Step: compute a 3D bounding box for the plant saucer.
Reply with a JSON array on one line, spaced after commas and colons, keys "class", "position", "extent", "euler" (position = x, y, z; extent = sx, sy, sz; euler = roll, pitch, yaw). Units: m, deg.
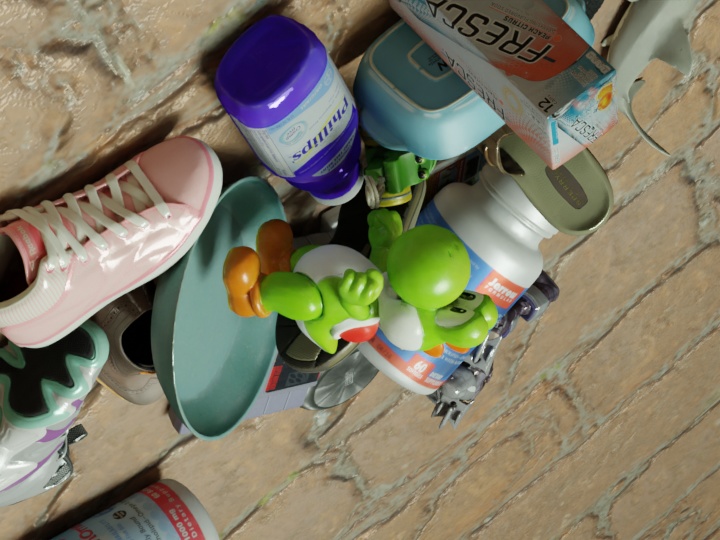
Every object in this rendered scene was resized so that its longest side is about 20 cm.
[{"class": "plant saucer", "position": [-0.109, 0.026, 1.616], "extent": [0.200, 0.036, 0.202], "euler": [10, 90, -70]}]

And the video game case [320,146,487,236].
[{"class": "video game case", "position": [0.047, -0.043, 1.847], "extent": [0.199, 0.017, 0.143], "euler": [-29, 150, -23]}]

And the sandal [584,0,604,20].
[{"class": "sandal", "position": [0.144, -0.195, 1.736], "extent": [0.075, 0.045, 0.200], "euler": [-25, 163, -19]}]

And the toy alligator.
[{"class": "toy alligator", "position": [0.031, -0.081, 1.625], "extent": [0.054, 0.060, 0.200], "euler": [-9, -165, 3]}]

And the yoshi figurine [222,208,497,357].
[{"class": "yoshi figurine", "position": [0.004, -0.001, 1.568], "extent": [0.112, 0.199, 0.113], "euler": [45, 59, -64]}]

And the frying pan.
[{"class": "frying pan", "position": [0.009, 0.080, 1.971], "extent": [0.189, 0.031, 0.115], "euler": [-14, 143, -39]}]

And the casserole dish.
[{"class": "casserole dish", "position": [0.082, -0.165, 1.599], "extent": [0.200, 0.121, 0.039], "euler": [-38, 147, -14]}]

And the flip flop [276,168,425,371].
[{"class": "flip flop", "position": [0.000, 0.000, 1.697], "extent": [0.201, 0.081, 0.058], "euler": [-65, 150, -31]}]

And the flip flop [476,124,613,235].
[{"class": "flip flop", "position": [0.127, -0.102, 1.705], "extent": [0.081, 0.200, 0.058], "euler": [-38, -165, 15]}]

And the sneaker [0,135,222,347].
[{"class": "sneaker", "position": [-0.188, -0.026, 1.495], "extent": [0.200, 0.075, 0.105], "euler": [-40, 158, 4]}]

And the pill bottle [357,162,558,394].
[{"class": "pill bottle", "position": [0.083, -0.002, 1.810], "extent": [0.200, 0.112, 0.112], "euler": [-49, 152, 15]}]

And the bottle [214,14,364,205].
[{"class": "bottle", "position": [-0.043, -0.108, 1.576], "extent": [0.084, 0.065, 0.200], "euler": [-47, 154, -8]}]

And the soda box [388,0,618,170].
[{"class": "soda box", "position": [0.098, -0.166, 1.529], "extent": [0.063, 0.200, 0.069], "euler": [-35, 150, -13]}]

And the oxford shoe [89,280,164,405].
[{"class": "oxford shoe", "position": [-0.173, 0.060, 1.646], "extent": [0.071, 0.073, 0.200], "euler": [-34, 152, -13]}]

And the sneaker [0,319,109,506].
[{"class": "sneaker", "position": [-0.241, 0.112, 1.642], "extent": [0.200, 0.078, 0.140], "euler": [-40, 156, 17]}]

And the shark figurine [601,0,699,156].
[{"class": "shark figurine", "position": [0.254, -0.183, 1.843], "extent": [0.128, 0.090, 0.215], "euler": [-18, 143, -36]}]

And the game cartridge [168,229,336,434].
[{"class": "game cartridge", "position": [-0.079, 0.053, 1.785], "extent": [0.129, 0.039, 0.201], "euler": [-8, 140, -27]}]

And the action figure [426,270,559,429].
[{"class": "action figure", "position": [0.105, 0.063, 1.932], "extent": [0.130, 0.069, 0.200], "euler": [-52, 178, 36]}]

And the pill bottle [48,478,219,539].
[{"class": "pill bottle", "position": [-0.223, 0.268, 1.847], "extent": [0.199, 0.109, 0.109], "euler": [-27, 150, -27]}]
